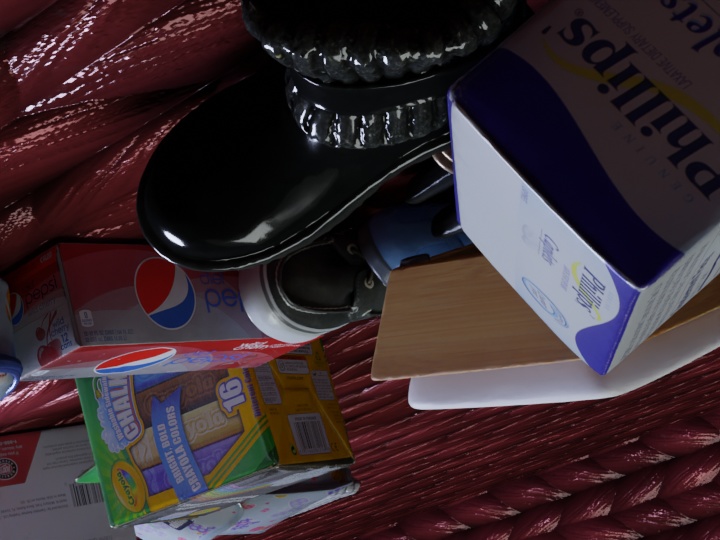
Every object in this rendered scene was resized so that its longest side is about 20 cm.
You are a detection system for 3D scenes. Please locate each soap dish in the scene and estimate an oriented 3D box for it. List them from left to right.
[{"bbox_3d":[0.122,0.010,0.804,0.157,0.081,0.200,-9,-174,45],"label":"soap dish"}]

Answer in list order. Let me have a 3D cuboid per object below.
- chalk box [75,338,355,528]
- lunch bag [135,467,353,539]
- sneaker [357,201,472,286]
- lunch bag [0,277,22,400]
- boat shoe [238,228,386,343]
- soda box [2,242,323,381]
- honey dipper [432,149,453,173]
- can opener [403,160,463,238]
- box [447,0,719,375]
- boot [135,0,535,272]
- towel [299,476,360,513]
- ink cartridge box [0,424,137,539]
[{"bbox_3d":[-0.129,0.120,1.151,0.200,0.124,0.124,-22,166,24],"label":"chalk box"},{"bbox_3d":[-0.138,0.188,1.400,0.200,0.127,0.170,4,155,-37],"label":"lunch bag"},{"bbox_3d":[0.078,-0.025,0.955,0.078,0.066,0.200,-37,158,32],"label":"sneaker"},{"bbox_3d":[-0.294,0.061,0.840,0.160,0.076,0.200,0,158,-41],"label":"lunch bag"},{"bbox_3d":[0.000,0.000,0.953,0.057,0.069,0.200,-23,172,33],"label":"boat shoe"},{"bbox_3d":[-0.117,0.024,0.912,0.070,0.064,0.200,-26,163,37],"label":"soda box"},{"bbox_3d":[0.083,-0.105,0.713,0.038,0.038,0.200,-10,161,-23],"label":"honey dipper"},{"bbox_3d":[0.096,-0.066,0.826,0.200,0.063,0.079,-17,-164,47],"label":"can opener"},{"bbox_3d":[0.141,-0.072,0.611,0.200,0.105,0.184,-42,167,-5],"label":"box"},{"bbox_3d":[-0.023,-0.072,0.608,0.211,0.080,0.158,-30,170,11],"label":"boot"},{"bbox_3d":[-0.126,0.236,1.679,0.165,0.086,0.200,0,160,-43],"label":"towel"},{"bbox_3d":[-0.275,0.245,1.300,0.147,0.200,0.083,-4,162,-39],"label":"ink cartridge box"}]
